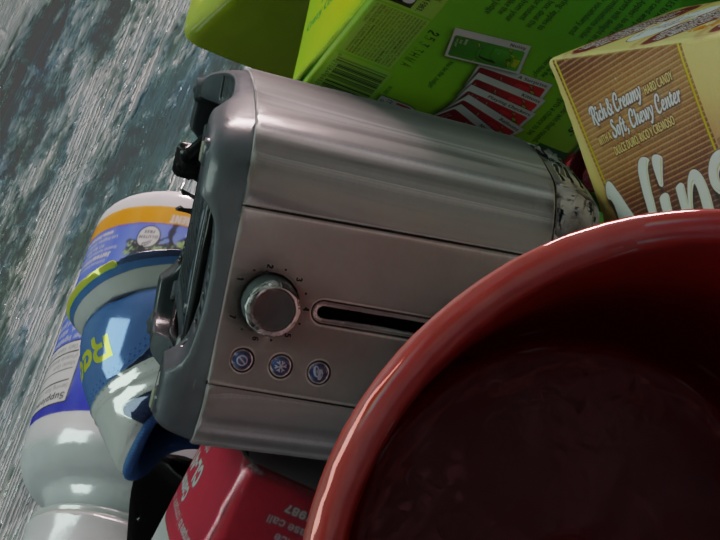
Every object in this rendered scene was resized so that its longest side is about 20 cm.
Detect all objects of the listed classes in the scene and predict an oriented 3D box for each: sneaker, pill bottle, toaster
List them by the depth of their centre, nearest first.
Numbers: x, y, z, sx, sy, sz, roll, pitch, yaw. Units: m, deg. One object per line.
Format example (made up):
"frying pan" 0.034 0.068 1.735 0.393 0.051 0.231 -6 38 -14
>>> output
"toaster" 0.000 0.000 0.871 0.200 0.129 0.114 -118 41 -79
"sneaker" -0.009 0.038 0.990 0.074 0.200 0.082 91 174 -58
"pill bottle" -0.104 0.071 1.308 0.112 0.112 0.200 -38 32 54

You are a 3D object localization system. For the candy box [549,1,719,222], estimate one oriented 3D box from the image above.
"candy box" 0.131 -0.021 0.753 0.116 0.055 0.200 71 164 -8

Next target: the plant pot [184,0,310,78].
"plant pot" 0.071 -0.164 1.014 0.200 0.181 0.199 -34 34 59

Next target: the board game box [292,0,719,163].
"board game box" 0.064 -0.108 0.865 0.200 0.101 0.048 134 152 -55

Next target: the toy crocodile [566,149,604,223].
"toy crocodile" 0.109 -0.038 0.930 0.200 0.062 0.068 -18 49 66

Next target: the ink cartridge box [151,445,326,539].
"ink cartridge box" -0.024 0.166 0.891 0.200 0.147 0.086 -61 15 9

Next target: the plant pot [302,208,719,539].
"plant pot" 0.071 0.086 0.690 0.177 0.200 0.201 172 123 -81

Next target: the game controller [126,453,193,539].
"game controller" -0.062 0.170 1.026 0.104 0.042 0.200 30 126 36
